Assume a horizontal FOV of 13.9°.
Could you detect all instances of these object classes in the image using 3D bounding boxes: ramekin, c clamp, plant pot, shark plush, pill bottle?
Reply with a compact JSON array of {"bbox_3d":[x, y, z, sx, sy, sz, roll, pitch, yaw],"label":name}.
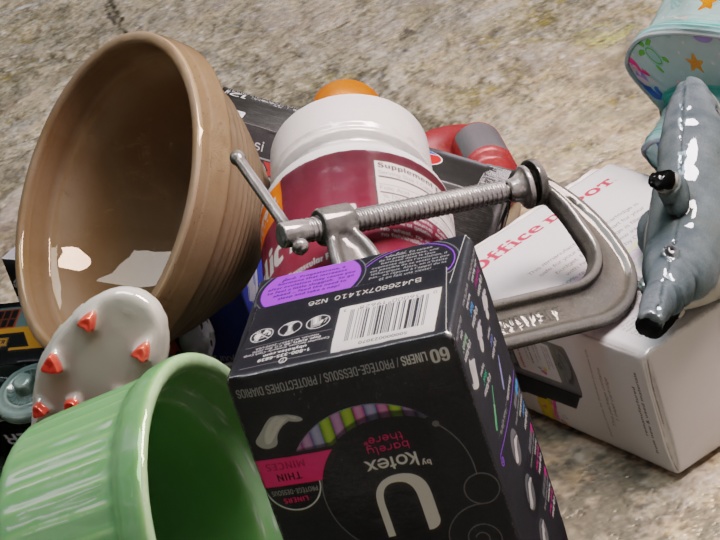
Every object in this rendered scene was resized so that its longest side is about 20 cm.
[{"bbox_3d":[-0.103,0.151,1.512,0.097,0.201,0.200,-17,24,21],"label":"ramekin"},{"bbox_3d":[0.049,-0.020,1.617,0.199,0.027,0.171,-7,48,-24],"label":"c clamp"},{"bbox_3d":[-0.117,-0.035,1.765,0.092,0.202,0.201,14,4,-35],"label":"plant pot"},{"bbox_3d":[0.164,-0.024,1.596,0.090,0.084,0.200,2,33,31],"label":"shark plush"},{"bbox_3d":[0.000,0.000,1.684,0.114,0.114,0.201,-15,44,9],"label":"pill bottle"}]

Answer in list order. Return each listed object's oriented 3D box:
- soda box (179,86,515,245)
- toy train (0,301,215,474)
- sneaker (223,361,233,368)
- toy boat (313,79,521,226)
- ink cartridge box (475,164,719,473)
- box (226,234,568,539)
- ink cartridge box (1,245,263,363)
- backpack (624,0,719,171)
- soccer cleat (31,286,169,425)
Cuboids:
[{"bbox_3d":[-0.007,-0.050,1.842,0.199,0.071,0.063,17,19,6],"label":"soda box"},{"bbox_3d":[-0.183,0.069,1.830,0.199,0.085,0.114,-7,45,24],"label":"toy train"},{"bbox_3d":[-0.089,0.132,1.696,0.079,0.076,0.200,9,44,28],"label":"sneaker"},{"bbox_3d":[0.000,-0.064,1.932,0.199,0.131,0.131,-20,25,-1],"label":"toy boat"},{"bbox_3d":[0.163,0.023,1.697,0.147,0.086,0.200,-32,27,-23],"label":"ink cartridge box"},{"bbox_3d":[0.023,0.102,1.504,0.122,0.201,0.106,-12,26,15],"label":"box"},{"bbox_3d":[-0.132,0.024,1.895,0.199,0.094,0.044,1,32,38],"label":"ink cartridge box"},{"bbox_3d":[0.254,-0.101,1.752,0.177,0.200,0.151,12,59,46],"label":"backpack"},{"bbox_3d":[-0.156,0.086,1.698,0.069,0.201,0.078,28,28,9],"label":"soccer cleat"}]
